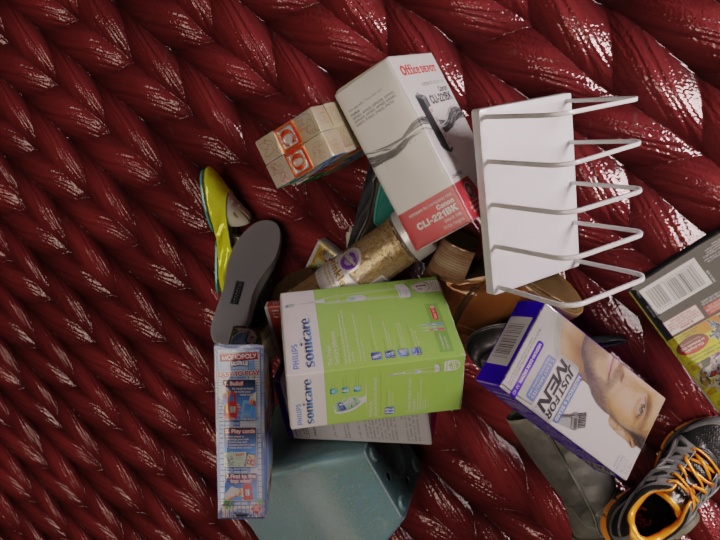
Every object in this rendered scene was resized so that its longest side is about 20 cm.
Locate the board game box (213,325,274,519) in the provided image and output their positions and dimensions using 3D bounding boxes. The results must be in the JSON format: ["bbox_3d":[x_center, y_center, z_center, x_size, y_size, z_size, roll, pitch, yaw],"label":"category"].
[{"bbox_3d":[-0.140,0.158,0.875,0.060,0.201,0.204,1,112,-3],"label":"board game box"}]

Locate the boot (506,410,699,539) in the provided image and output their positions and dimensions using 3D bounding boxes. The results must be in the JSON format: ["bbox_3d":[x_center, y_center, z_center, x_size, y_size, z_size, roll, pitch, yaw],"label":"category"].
[{"bbox_3d":[0.301,0.246,0.888,0.180,0.072,0.203,-24,87,30],"label":"boot"}]

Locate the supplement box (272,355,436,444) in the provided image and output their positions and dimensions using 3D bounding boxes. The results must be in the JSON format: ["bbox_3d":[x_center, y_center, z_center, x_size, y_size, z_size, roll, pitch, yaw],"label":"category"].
[{"bbox_3d":[0.000,0.153,0.924,0.196,0.102,0.105,-2,121,16],"label":"supplement box"}]

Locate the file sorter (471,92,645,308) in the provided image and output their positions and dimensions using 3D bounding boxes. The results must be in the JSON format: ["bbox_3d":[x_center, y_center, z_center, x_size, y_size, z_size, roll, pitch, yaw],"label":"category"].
[{"bbox_3d":[0.217,-0.080,0.750,0.124,0.137,0.204,16,118,58],"label":"file sorter"}]

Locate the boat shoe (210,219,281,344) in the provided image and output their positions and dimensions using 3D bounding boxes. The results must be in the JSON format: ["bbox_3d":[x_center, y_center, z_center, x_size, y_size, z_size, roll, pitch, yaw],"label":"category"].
[{"bbox_3d":[-0.163,0.024,1.018,0.067,0.057,0.203,14,68,13],"label":"boat shoe"}]

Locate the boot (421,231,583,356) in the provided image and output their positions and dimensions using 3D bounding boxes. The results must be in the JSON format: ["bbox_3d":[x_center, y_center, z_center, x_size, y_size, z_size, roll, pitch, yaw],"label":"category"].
[{"bbox_3d":[0.167,0.052,0.895,0.197,0.074,0.157,27,125,17],"label":"boot"}]

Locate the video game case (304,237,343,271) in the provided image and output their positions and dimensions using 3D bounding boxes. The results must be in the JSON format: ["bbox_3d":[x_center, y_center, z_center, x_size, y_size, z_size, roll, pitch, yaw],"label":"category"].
[{"bbox_3d":[-0.027,0.084,1.031,0.181,0.023,0.202,36,121,13],"label":"video game case"}]

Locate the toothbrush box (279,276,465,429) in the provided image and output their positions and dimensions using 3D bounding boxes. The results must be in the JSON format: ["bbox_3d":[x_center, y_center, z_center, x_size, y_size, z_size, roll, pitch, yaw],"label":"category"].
[{"bbox_3d":[0.009,0.091,0.819,0.195,0.147,0.087,-5,125,-7],"label":"toothbrush box"}]

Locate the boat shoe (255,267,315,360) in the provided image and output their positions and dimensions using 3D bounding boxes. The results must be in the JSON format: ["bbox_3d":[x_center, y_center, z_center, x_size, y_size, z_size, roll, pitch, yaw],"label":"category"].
[{"bbox_3d":[-0.116,0.077,1.032,0.064,0.072,0.200,32,117,-25],"label":"boat shoe"}]

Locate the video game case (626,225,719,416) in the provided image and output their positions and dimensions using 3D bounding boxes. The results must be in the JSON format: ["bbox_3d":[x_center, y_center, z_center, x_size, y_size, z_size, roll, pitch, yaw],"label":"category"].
[{"bbox_3d":[0.428,0.038,0.767,0.199,0.025,0.182,-39,86,31],"label":"video game case"}]

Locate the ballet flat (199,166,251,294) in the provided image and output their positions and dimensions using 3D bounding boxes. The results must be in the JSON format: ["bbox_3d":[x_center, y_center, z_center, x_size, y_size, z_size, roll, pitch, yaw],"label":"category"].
[{"bbox_3d":[-0.193,-0.057,1.058,0.065,0.067,0.204,-2,110,6],"label":"ballet flat"}]

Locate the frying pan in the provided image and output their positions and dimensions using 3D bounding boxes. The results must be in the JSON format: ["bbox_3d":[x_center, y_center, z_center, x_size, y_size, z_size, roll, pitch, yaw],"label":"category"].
[{"bbox_3d":[0.224,0.109,0.884,0.186,0.031,0.116,10,144,-1],"label":"frying pan"}]

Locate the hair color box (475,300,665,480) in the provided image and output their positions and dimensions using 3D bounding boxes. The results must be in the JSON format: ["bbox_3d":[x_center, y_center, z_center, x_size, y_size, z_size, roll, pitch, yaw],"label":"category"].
[{"bbox_3d":[0.242,0.136,0.806,0.199,0.110,0.065,36,168,-16],"label":"hair color box"}]

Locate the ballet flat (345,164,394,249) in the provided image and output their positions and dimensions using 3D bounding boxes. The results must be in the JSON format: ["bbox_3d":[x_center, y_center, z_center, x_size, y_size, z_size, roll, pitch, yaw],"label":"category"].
[{"bbox_3d":[0.018,-0.063,0.937,0.072,0.073,0.203,24,119,19],"label":"ballet flat"}]

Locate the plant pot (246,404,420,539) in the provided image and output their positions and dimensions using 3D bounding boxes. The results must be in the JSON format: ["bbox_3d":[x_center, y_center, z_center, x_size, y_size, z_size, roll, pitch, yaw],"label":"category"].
[{"bbox_3d":[-0.030,0.292,0.996,0.197,0.197,0.198,-23,104,26],"label":"plant pot"}]

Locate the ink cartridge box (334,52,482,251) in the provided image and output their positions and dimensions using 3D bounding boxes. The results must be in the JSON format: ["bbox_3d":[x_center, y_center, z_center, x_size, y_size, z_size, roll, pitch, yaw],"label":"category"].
[{"bbox_3d":[0.074,-0.145,0.827,0.083,0.144,0.203,-27,93,31],"label":"ink cartridge box"}]

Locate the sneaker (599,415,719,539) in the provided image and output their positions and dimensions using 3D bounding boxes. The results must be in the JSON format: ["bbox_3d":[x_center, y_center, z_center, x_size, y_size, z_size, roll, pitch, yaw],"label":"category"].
[{"bbox_3d":[0.362,0.247,0.801,0.078,0.077,0.200,43,84,13],"label":"sneaker"}]

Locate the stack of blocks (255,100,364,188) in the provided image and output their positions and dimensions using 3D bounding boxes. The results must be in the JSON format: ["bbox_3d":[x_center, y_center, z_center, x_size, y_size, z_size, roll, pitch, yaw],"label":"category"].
[{"bbox_3d":[-0.041,-0.155,0.854,0.114,0.200,0.059,-25,95,31],"label":"stack of blocks"}]

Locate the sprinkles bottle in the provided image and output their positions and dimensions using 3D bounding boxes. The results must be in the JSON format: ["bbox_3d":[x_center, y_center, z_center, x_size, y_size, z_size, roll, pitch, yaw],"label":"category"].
[{"bbox_3d":[0.000,0.000,0.887,0.199,0.068,0.069,-36,89,14],"label":"sprinkles bottle"}]

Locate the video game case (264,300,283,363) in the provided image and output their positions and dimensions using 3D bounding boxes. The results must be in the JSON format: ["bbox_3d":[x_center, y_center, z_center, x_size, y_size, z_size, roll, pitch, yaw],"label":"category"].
[{"bbox_3d":[-0.022,0.097,0.975,0.196,0.018,0.145,-6,119,11],"label":"video game case"}]
